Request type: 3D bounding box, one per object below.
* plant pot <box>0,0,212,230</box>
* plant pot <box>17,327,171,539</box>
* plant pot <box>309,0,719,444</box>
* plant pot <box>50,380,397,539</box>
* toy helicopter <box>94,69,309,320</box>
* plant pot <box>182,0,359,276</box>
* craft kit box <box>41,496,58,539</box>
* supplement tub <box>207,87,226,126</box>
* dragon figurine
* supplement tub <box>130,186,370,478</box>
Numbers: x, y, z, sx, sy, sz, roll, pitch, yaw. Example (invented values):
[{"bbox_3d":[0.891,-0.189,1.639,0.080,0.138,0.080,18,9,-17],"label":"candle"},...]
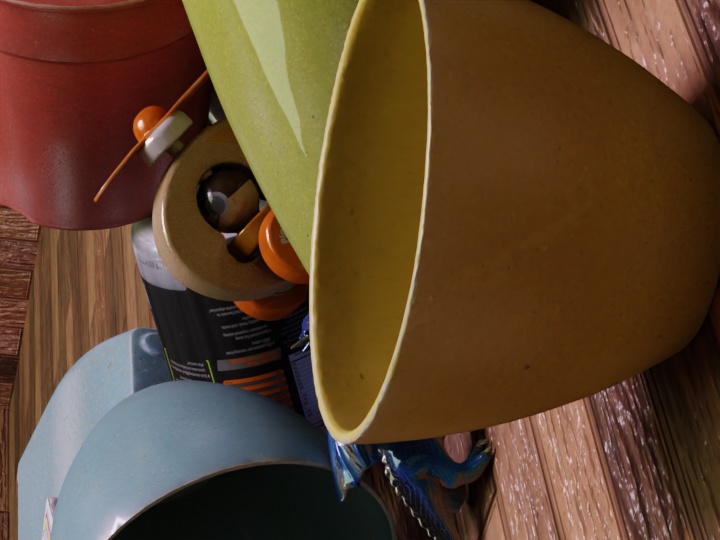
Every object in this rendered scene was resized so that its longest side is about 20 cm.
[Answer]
[{"bbox_3d":[-0.164,-0.143,1.411,0.196,0.200,0.201,95,172,-45],"label":"plant pot"},{"bbox_3d":[-0.125,0.151,1.678,0.196,0.195,0.201,-98,23,-45],"label":"plant pot"},{"bbox_3d":[0.069,-0.021,0.996,0.200,0.141,0.201,-174,90,-78],"label":"plant pot"},{"bbox_3d":[-0.094,0.142,1.380,0.135,0.199,0.201,-121,36,-46],"label":"plant pot"},{"bbox_3d":[-0.067,-0.079,1.335,0.079,0.132,0.201,134,151,-62],"label":"toy helicopter"},{"bbox_3d":[0.016,-0.075,1.237,0.187,0.186,0.201,132,127,-69],"label":"plant pot"},{"bbox_3d":[-0.122,0.254,1.588,0.049,0.196,0.201,-118,35,-70],"label":"craft kit box"},{"bbox_3d":[-0.027,-0.162,1.482,0.200,0.140,0.141,109,162,-46],"label":"supplement tub"},{"bbox_3d":[0.014,0.089,1.280,0.059,0.099,0.201,118,155,-59],"label":"dragon figurine"},{"bbox_3d":[-0.061,0.045,1.483,0.123,0.122,0.201,-114,9,-65],"label":"supplement tub"}]
